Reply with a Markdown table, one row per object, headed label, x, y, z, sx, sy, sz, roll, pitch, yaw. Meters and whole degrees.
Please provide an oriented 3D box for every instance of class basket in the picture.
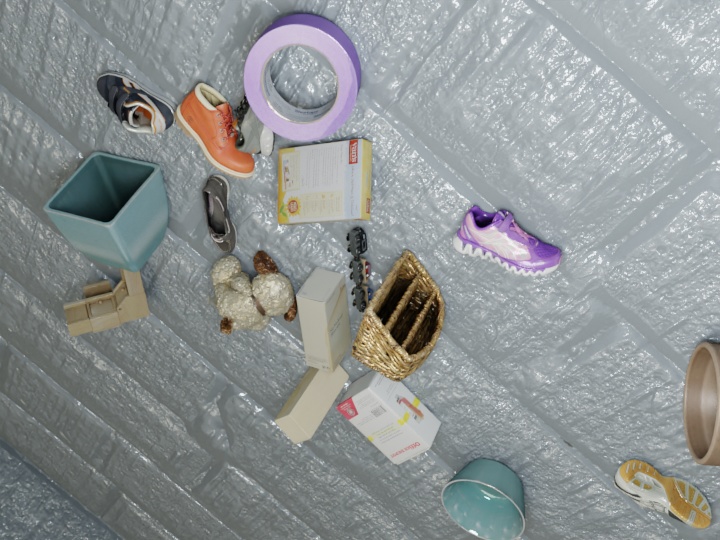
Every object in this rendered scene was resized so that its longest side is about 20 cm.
| label | x | y | z | sx | sy | sz | roll | pitch | yaw |
| --- | --- | --- | --- | --- | --- | --- | --- | --- | --- |
| basket | 0.091 | 0.093 | 1.566 | 0.141 | 0.201 | 0.151 | 29 | 135 | 9 |

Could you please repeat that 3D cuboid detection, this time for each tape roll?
| label | x | y | z | sx | sy | sz | roll | pitch | yaw |
| --- | --- | --- | --- | --- | --- | --- | --- | --- | --- |
| tape roll | -0.098 | -0.329 | 1.394 | 0.195 | 0.066 | 0.204 | 4 | 122 | 6 |

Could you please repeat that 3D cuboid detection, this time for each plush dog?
| label | x | y | z | sx | sy | sz | roll | pitch | yaw |
| --- | --- | --- | --- | --- | --- | --- | --- | --- | --- |
| plush dog | -0.229 | 0.060 | 1.804 | 0.169 | 0.161 | 0.202 | -24 | 115 | 14 |

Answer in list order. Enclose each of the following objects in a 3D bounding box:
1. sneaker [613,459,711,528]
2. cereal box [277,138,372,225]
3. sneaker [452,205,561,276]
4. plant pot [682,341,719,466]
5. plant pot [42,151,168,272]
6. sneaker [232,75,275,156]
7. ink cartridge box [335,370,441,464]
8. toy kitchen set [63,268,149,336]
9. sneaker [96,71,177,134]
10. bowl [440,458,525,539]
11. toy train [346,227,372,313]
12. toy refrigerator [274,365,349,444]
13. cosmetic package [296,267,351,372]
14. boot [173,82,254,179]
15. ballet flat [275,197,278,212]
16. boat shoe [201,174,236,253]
| label | x | y | z | sx | sy | sz | roll | pitch | yaw |
| --- | --- | --- | --- | --- | --- | --- | --- | --- | --- |
| sneaker | 0.606 | 0.452 | 1.638 | 0.198 | 0.076 | 0.088 | 32 | 152 | 11 |
| cereal box | -0.069 | -0.162 | 1.522 | 0.196 | 0.039 | 0.148 | 0 | 86 | 33 |
| sneaker | 0.259 | -0.057 | 1.430 | 0.197 | 0.081 | 0.090 | 19 | 126 | 20 |
| plant pot | 0.649 | 0.226 | 1.352 | 0.170 | 0.202 | 0.203 | 3 | 130 | 6 |
| plant pot | -0.544 | -0.114 | 1.823 | 0.193 | 0.198 | 0.202 | 14 | 142 | 22 |
| sneaker | -0.197 | -0.297 | 1.505 | 0.078 | 0.075 | 0.203 | -3 | 133 | -14 |
| ink cartridge box | 0.065 | 0.332 | 1.864 | 0.200 | 0.084 | 0.145 | 45 | 136 | -8 |
| toy kitchen set | -0.651 | 0.025 | 2.027 | 0.164 | 0.196 | 0.183 | -124 | 25 | -45 |
| sneaker | -0.473 | -0.342 | 1.662 | 0.197 | 0.080 | 0.079 | 25 | 136 | 15 |
| bowl | 0.293 | 0.508 | 1.847 | 0.197 | 0.105 | 0.204 | 18 | 133 | 20 |
| toy train | 0.000 | 0.000 | 1.662 | 0.034 | 0.046 | 0.203 | 21 | 132 | 32 |
| toy refrigerator | -0.111 | 0.293 | 1.860 | 0.076 | 0.201 | 0.069 | 48 | 136 | -14 |
| cosmetic package | -0.077 | 0.108 | 1.758 | 0.072 | 0.104 | 0.203 | 13 | 132 | 21 |
| boot | -0.271 | -0.272 | 1.596 | 0.200 | 0.075 | 0.107 | 45 | 131 | -6 |
| ballet flat | -0.097 | -0.128 | 1.599 | 0.196 | 0.070 | 0.071 | 5 | 128 | 28 |
| boat shoe | -0.312 | -0.111 | 1.761 | 0.066 | 0.057 | 0.203 | 17 | 132 | 20 |
